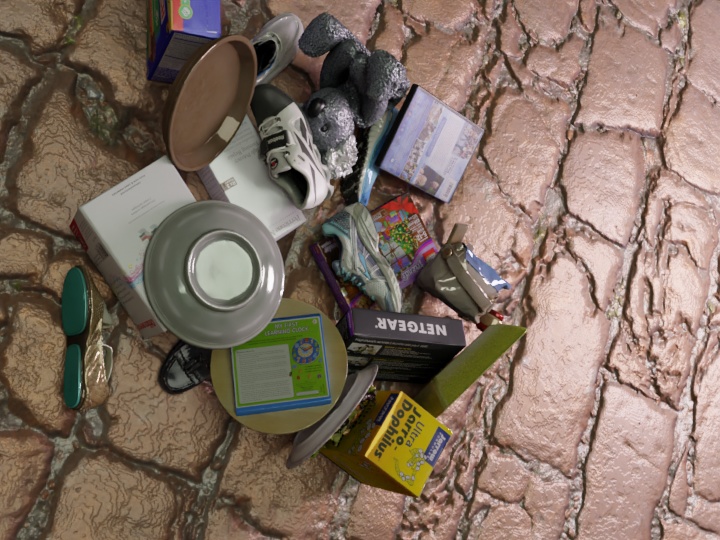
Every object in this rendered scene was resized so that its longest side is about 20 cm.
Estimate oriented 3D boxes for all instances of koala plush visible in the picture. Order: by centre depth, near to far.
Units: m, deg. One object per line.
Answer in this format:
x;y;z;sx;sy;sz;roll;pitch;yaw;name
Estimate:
-0.033;-0.258;1.291;0.176;0.184;0.201;36;94;16;koala plush

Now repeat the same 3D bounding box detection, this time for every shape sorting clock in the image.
-0.117;0.136;1.179;0.196;0.039;0.204;1;70;-4;shape sorting clock

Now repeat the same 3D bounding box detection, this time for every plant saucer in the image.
-0.187;0.002;1.092;0.197;0.050;0.204;4;81;-26;plant saucer
-0.210;-0.233;1.130;0.029;0.201;0.201;29;68;12;plant saucer
0.160;0.168;1.324;0.199;0.200;0.048;-39;80;-25;plant saucer

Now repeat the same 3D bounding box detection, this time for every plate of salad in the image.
-0.036;0.220;1.209;0.048;0.200;0.200;43;67;-4;plate of salad

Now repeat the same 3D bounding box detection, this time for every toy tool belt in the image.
0.196;0.017;1.371;0.199;0.124;0.124;36;84;-31;toy tool belt

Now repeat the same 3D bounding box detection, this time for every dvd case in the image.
0.120;-0.208;1.371;0.199;0.017;0.144;20;98;-46;dvd case

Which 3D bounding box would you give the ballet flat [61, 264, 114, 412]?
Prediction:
-0.381;0.095;1.150;0.065;0.070;0.204;7;82;-52;ballet flat

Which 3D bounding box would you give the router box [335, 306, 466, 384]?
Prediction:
0.047;0.122;1.288;0.197;0.149;0.052;7;56;-24;router box

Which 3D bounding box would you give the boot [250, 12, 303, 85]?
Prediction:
-0.143;-0.345;1.296;0.073;0.095;0.201;39;69;-15;boot

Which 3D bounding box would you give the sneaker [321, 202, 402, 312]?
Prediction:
0.000;0.000;1.295;0.085;0.078;0.203;-23;86;-13;sneaker

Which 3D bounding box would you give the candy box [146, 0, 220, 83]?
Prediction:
-0.260;-0.385;1.188;0.076;0.199;0.172;1;82;-24;candy box

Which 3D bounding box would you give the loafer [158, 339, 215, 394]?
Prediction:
-0.214;0.107;1.217;0.199;0.063;0.072;-40;98;-25;loafer

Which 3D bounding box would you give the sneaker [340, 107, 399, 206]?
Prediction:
0.035;-0.189;1.370;0.089;0.078;0.203;28;72;-22;sneaker

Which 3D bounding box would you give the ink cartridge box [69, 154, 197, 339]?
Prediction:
-0.289;-0.027;1.155;0.144;0.145;0.202;-36;99;-26;ink cartridge box

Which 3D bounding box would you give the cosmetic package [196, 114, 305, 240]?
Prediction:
-0.179;-0.134;1.263;0.101;0.074;0.202;-34;96;-25;cosmetic package

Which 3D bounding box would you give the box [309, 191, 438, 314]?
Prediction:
0.029;-0.026;1.364;0.198;0.039;0.138;-31;97;-26;box

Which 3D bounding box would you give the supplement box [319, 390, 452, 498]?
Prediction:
0.029;0.256;1.236;0.109;0.199;0.110;39;68;-15;supplement box

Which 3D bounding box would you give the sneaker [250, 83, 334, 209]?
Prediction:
-0.113;-0.184;1.225;0.202;0.073;0.088;59;32;-8;sneaker
